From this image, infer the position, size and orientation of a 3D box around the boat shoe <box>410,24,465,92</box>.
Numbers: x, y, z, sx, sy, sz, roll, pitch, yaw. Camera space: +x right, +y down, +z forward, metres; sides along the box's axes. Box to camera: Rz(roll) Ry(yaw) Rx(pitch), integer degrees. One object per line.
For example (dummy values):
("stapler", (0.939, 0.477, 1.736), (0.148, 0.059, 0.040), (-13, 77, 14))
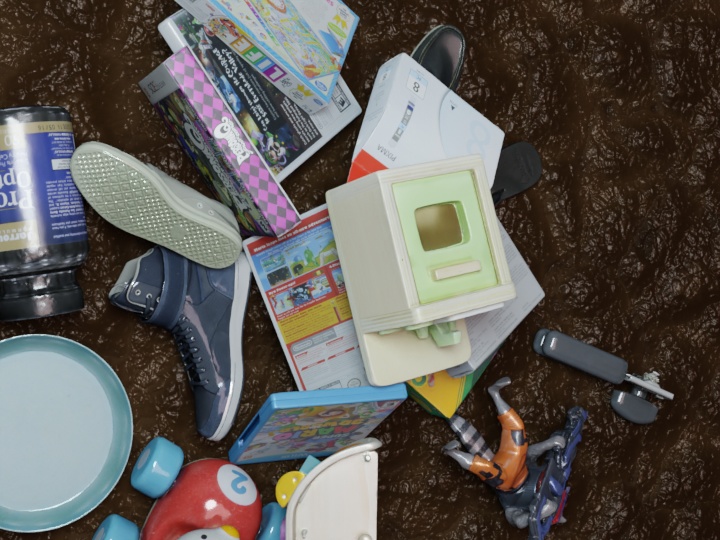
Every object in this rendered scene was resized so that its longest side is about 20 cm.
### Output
("boat shoe", (0.076, -0.192, 1.335), (0.071, 0.067, 0.202), (29, 78, -19))

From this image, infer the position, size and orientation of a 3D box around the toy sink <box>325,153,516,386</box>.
("toy sink", (0.065, 0.001, 1.137), (0.129, 0.112, 0.202), (-12, 89, -32))

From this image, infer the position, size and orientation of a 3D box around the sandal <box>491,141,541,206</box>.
("sandal", (0.136, -0.095, 1.369), (0.199, 0.045, 0.076), (-30, 102, -18))

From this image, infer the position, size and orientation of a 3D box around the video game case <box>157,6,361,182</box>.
("video game case", (-0.102, -0.212, 1.249), (0.201, 0.023, 0.182), (57, 45, -13))

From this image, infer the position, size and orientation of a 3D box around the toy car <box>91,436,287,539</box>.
("toy car", (-0.153, 0.287, 1.182), (0.184, 0.200, 0.178), (33, 79, -18))

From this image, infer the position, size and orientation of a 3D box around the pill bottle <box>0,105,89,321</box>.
("pill bottle", (-0.329, -0.056, 1.157), (0.111, 0.112, 0.202), (-9, 93, -20))

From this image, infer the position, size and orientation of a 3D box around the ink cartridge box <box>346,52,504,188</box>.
("ink cartridge box", (0.068, -0.105, 1.235), (0.159, 0.047, 0.202), (34, 55, -28))

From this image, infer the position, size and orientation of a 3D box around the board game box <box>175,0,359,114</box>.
("board game box", (-0.096, -0.279, 1.237), (0.200, 0.034, 0.135), (38, 52, -28))

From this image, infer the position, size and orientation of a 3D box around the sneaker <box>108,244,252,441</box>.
("sneaker", (-0.194, 0.072, 1.221), (0.145, 0.077, 0.205), (9, 78, -32))

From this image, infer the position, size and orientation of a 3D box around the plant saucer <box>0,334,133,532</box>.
("plant saucer", (-0.336, 0.166, 1.203), (0.198, 0.027, 0.203), (0, 91, -22))

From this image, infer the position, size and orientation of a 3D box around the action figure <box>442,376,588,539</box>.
("action figure", (0.190, 0.221, 1.389), (0.194, 0.104, 0.200), (56, 46, -20))

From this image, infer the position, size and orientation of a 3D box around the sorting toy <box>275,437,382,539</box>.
("sorting toy", (-0.030, 0.271, 1.244), (0.105, 0.180, 0.203), (1, 89, 2))

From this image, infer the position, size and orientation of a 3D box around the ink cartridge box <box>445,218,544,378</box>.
("ink cartridge box", (0.105, -0.008, 1.298), (0.162, 0.057, 0.201), (-40, 97, -39))

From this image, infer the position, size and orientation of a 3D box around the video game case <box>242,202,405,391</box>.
("video game case", (-0.027, 0.036, 1.221), (0.142, 0.017, 0.202), (-22, 88, 18))

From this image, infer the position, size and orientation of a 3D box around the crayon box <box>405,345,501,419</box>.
("crayon box", (0.055, 0.061, 1.334), (0.200, 0.058, 0.119), (41, 77, -16))

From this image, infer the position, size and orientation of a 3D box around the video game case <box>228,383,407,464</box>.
("video game case", (-0.049, 0.163, 1.226), (0.142, 0.200, 0.018), (-3, 67, -21))

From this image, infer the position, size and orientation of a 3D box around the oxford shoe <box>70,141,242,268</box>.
("oxford shoe", (-0.204, -0.070, 1.179), (0.199, 0.058, 0.075), (31, 123, -28))

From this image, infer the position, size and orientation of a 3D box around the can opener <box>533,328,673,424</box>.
("can opener", (0.299, 0.130, 1.431), (0.199, 0.053, 0.067), (28, 82, -19))

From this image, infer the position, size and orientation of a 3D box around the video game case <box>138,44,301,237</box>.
("video game case", (-0.147, -0.125, 1.189), (0.036, 0.181, 0.201), (-36, 103, -13))
